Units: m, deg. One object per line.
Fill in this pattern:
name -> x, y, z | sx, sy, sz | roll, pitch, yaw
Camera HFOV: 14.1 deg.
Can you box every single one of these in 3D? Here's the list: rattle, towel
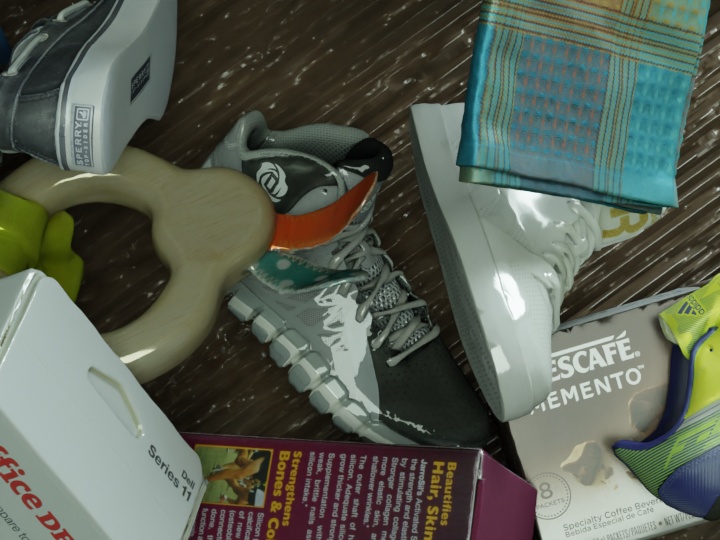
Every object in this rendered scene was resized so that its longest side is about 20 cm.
rattle -> -0.088, 0.014, 1.397 | 0.199, 0.143, 0.131 | -13, 47, -8
towel -> 0.112, -0.130, 1.342 | 0.146, 0.022, 0.201 | 7, 95, -44

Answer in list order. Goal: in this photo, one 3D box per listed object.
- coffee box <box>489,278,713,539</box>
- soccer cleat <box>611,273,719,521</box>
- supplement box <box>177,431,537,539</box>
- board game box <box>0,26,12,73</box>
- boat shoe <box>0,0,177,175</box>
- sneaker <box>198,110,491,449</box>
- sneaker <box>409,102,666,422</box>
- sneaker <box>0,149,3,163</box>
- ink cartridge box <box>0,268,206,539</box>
coffee box -> 0.167, 0.064, 1.441 | 0.199, 0.080, 0.114 | -16, 90, -1
soccer cleat -> 0.188, 0.020, 1.372 | 0.083, 0.065, 0.201 | 29, 87, 7
supplement box -> -0.026, 0.142, 1.387 | 0.199, 0.086, 0.111 | 2, 74, 24
board game box -> -0.244, -0.171, 1.372 | 0.056, 0.200, 0.196 | -36, 91, -4
boat shoe -> -0.132, -0.095, 1.381 | 0.067, 0.200, 0.072 | 7, 113, 7
sneaker -> 0.000, 0.000, 1.410 | 0.200, 0.075, 0.116 | 40, 126, 6
sneaker -> 0.095, -0.017, 1.400 | 0.115, 0.074, 0.201 | -8, 46, -4
sneaker -> -0.251, -0.049, 1.385 | 0.085, 0.200, 0.078 | 20, 69, -34
ink cartridge box -> -0.193, 0.098, 1.330 | 0.199, 0.083, 0.147 | -19, 124, 30
